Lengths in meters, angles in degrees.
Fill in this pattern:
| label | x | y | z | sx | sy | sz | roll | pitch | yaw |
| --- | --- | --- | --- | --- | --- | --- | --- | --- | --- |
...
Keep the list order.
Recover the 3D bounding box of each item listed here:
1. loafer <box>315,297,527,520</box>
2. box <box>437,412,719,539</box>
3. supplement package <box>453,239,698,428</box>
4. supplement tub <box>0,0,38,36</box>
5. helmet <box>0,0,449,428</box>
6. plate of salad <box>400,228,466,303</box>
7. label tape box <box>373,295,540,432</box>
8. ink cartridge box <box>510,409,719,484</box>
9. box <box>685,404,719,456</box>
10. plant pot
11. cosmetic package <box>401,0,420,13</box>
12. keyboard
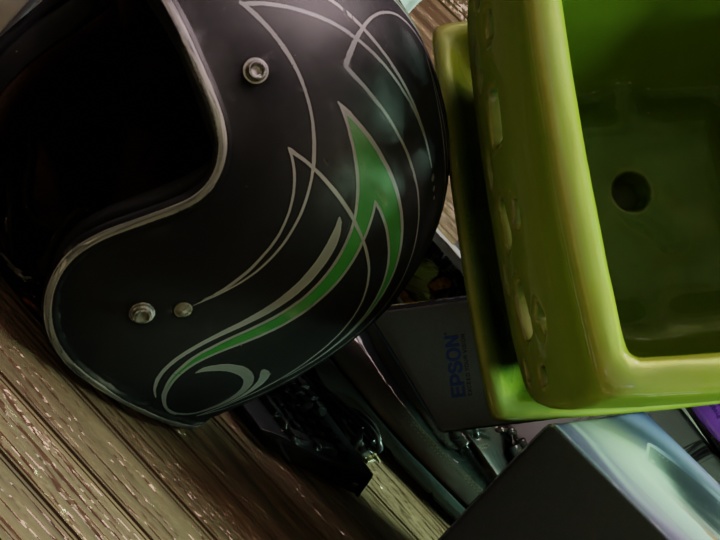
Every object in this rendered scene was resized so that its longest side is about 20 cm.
| label | x | y | z | sx | sy | sz | roll | pitch | yaw |
| --- | --- | --- | --- | --- | --- | --- | --- | --- | --- |
| loafer | 0.037 | 0.065 | 1.465 | 0.200 | 0.063 | 0.072 | 44 | 10 | 4 |
| box | 0.132 | 0.168 | 1.243 | 0.200 | 0.123 | 0.198 | 44 | 11 | 12 |
| supplement package | 0.144 | 0.041 | 1.732 | 0.200 | 0.120 | 0.121 | 44 | 32 | -3 |
| supplement tub | -0.214 | -0.181 | 1.265 | 0.200 | 0.145 | 0.145 | 42 | 10 | -6 |
| helmet | -0.058 | -0.053 | 1.206 | 0.200 | 0.191 | 0.200 | 42 | 9 | -8 |
| plate of salad | 0.000 | 0.000 | 1.551 | 0.200 | 0.048 | 0.200 | 38 | -19 | 16 |
| label tape box | 0.070 | 0.038 | 1.367 | 0.144 | 0.199 | 0.063 | -3 | 86 | -85 |
| ink cartridge box | 0.171 | 0.149 | 1.511 | 0.145 | 0.083 | 0.200 | 53 | 2 | -35 |
| box | 0.231 | 0.070 | 1.521 | 0.122 | 0.106 | 0.200 | 55 | 2 | 37 |
| plant pot | 0.137 | -0.039 | 1.194 | 0.181 | 0.198 | 0.201 | 146 | -63 | -70 |
| cosmetic package | -0.099 | -0.189 | 1.690 | 0.200 | 0.167 | 0.166 | 48 | 12 | 22 |
| keyboard | -0.050 | 0.033 | 1.387 | 0.127 | 0.021 | 0.200 | 31 | 16 | -50 |
